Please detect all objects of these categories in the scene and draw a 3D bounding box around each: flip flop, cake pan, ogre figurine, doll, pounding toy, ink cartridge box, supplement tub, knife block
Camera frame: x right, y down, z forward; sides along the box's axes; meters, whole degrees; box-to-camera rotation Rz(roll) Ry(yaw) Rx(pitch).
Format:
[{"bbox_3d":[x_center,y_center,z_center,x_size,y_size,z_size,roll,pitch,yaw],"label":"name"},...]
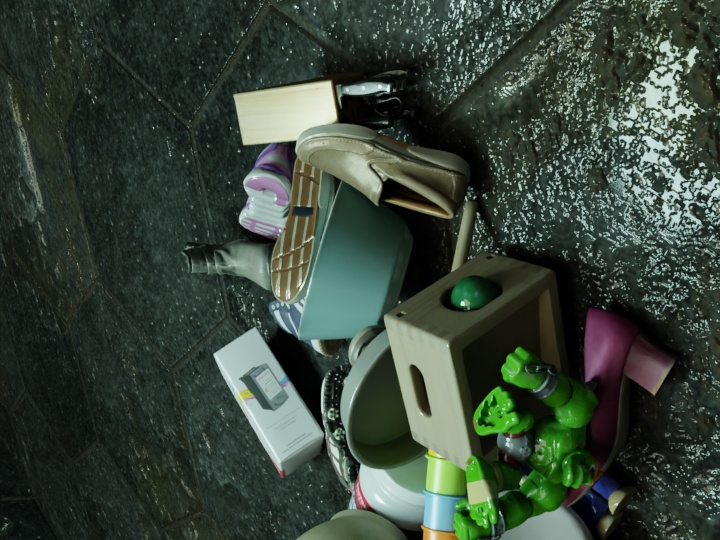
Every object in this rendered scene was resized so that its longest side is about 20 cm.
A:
[{"bbox_3d":[0.040,0.116,1.000,0.057,0.199,0.082,31,86,41],"label":"flip flop"},{"bbox_3d":[0.056,0.138,0.956,0.037,0.197,0.204,36,133,44],"label":"cake pan"},{"bbox_3d":[0.162,0.168,0.777,0.098,0.118,0.205,10,98,62],"label":"ogre figurine"},{"bbox_3d":[0.209,0.203,0.917,0.199,0.048,0.139,35,128,33],"label":"doll"},{"bbox_3d":[0.120,0.062,0.867,0.141,0.182,0.203,19,131,50],"label":"pounding toy"},{"bbox_3d":[-0.142,0.211,1.291,0.201,0.085,0.148,54,165,17],"label":"ink cartridge box"},{"bbox_3d":[0.057,0.306,1.080,0.140,0.139,0.203,41,135,30],"label":"supplement tub"},{"bbox_3d":[0.181,0.353,0.916,0.145,0.144,0.202,41,153,31],"label":"supplement tub"},{"bbox_3d":[-0.041,-0.189,0.945,0.176,0.196,0.065,-133,31,-72],"label":"knife block"}]

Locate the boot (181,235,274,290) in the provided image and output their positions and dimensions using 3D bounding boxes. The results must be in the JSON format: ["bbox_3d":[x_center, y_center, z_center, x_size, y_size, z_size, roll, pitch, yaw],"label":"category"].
[{"bbox_3d":[-0.193,-0.008,1.196,0.200,0.128,0.069,-148,55,-71],"label":"boot"}]

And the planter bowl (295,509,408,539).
[{"bbox_3d":[-0.009,0.379,0.981,0.197,0.135,0.203,13,126,18],"label":"planter bowl"}]

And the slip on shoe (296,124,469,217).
[{"bbox_3d":[0.020,-0.106,0.901,0.196,0.062,0.076,15,158,3],"label":"slip on shoe"}]

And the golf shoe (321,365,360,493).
[{"bbox_3d":[-0.029,0.237,1.211,0.088,0.076,0.204,6,111,57],"label":"golf shoe"}]

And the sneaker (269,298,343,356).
[{"bbox_3d":[-0.082,0.018,1.174,0.107,0.069,0.204,21,125,42],"label":"sneaker"}]

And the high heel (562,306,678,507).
[{"bbox_3d":[0.230,0.139,0.826,0.096,0.067,0.202,35,108,24],"label":"high heel"}]

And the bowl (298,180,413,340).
[{"bbox_3d":[0.000,0.000,0.991,0.103,0.202,0.203,17,130,-1],"label":"bowl"}]

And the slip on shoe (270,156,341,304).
[{"bbox_3d":[-0.065,-0.055,1.066,0.075,0.060,0.204,9,91,38],"label":"slip on shoe"}]

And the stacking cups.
[{"bbox_3d":[0.101,0.279,0.949,0.060,0.060,0.205,-3,82,51],"label":"stacking cups"}]

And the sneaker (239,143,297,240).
[{"bbox_3d":[-0.123,-0.114,1.164,0.079,0.090,0.201,16,155,-4],"label":"sneaker"}]
